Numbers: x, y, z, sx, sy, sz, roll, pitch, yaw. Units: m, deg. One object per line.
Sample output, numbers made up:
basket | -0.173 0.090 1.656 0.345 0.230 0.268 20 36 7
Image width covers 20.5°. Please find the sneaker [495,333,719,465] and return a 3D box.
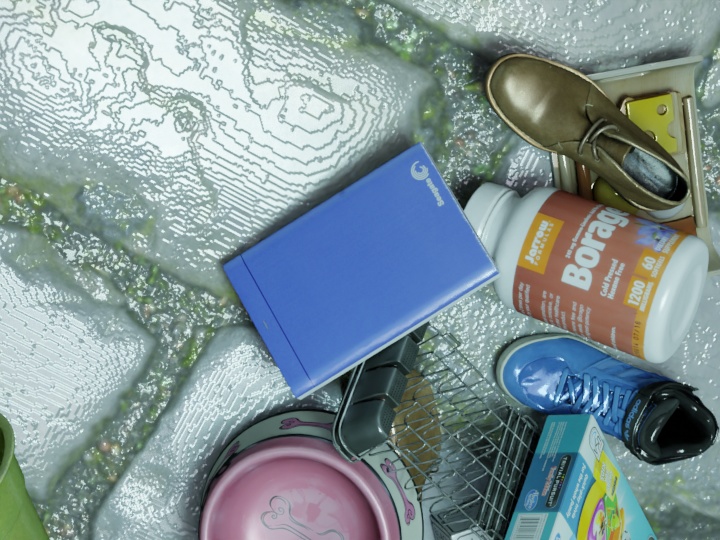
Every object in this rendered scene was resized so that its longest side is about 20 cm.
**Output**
sneaker | 0.224 0.115 1.765 0.199 0.111 0.077 20 96 -18

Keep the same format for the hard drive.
hard drive | 0.000 0.000 1.674 0.199 0.025 0.132 -32 75 5

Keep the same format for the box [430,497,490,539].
box | 0.145 0.303 1.811 0.116 0.060 0.201 -16 105 -12

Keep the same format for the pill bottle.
pill bottle | 0.184 -0.005 1.687 0.199 0.112 0.113 20 98 22

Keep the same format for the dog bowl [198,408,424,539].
dog bowl | -0.049 0.223 1.694 0.199 0.074 0.201 1 98 11

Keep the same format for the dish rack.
dish rack | 0.075 0.142 1.697 0.200 0.054 0.154 44 45 -23

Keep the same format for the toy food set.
toy food set | 0.247 -0.082 1.757 0.143 0.060 0.201 -12 105 -12

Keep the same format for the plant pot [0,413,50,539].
plant pot | -0.323 0.248 1.624 0.200 0.200 0.190 -33 121 -6

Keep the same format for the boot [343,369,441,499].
boot | 0.044 0.183 1.758 0.075 0.074 0.201 -15 103 -22

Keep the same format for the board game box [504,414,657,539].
board game box | 0.199 0.248 1.746 0.200 0.047 0.151 59 41 -36

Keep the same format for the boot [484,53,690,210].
boot | 0.196 -0.118 1.675 0.199 0.075 0.074 33 92 -10
